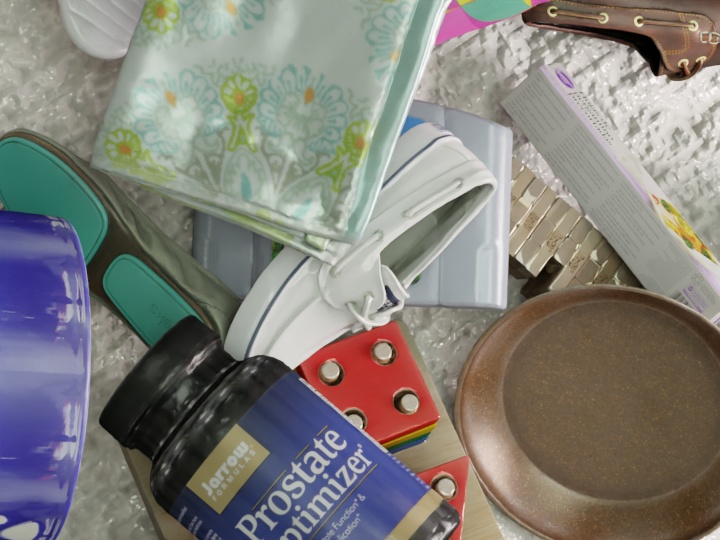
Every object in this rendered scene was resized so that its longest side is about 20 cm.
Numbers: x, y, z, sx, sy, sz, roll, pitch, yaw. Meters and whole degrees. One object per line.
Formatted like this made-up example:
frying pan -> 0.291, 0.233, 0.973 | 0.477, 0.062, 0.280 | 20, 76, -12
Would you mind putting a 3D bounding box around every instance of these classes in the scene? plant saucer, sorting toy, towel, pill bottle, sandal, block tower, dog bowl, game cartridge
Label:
plant saucer -> 0.161, 0.090, 1.739 | 0.200, 0.037, 0.200 | 5, 119, 10
sorting toy -> -0.020, 0.142, 1.677 | 0.200, 0.070, 0.199 | -19, 74, -17
towel -> -0.050, -0.122, 1.596 | 0.171, 0.048, 0.200 | 21, 92, 5
pill bottle -> -0.050, 0.121, 1.581 | 0.200, 0.112, 0.112 | 40, 76, 6
sandal -> -0.172, -0.222, 1.681 | 0.079, 0.059, 0.207 | 12, 68, -31
block tower -> 0.119, -0.014, 1.766 | 0.200, 0.058, 0.054 | 41, 77, -12
dog bowl -> -0.218, 0.064, 1.584 | 0.079, 0.200, 0.200 | 4, 86, -19
game cartridge -> -0.006, -0.044, 1.704 | 0.200, 0.040, 0.133 | 1, 83, 6

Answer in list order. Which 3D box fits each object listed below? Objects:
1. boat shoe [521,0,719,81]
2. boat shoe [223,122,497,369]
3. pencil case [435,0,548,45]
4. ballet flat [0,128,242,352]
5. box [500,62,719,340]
boat shoe -> 0.201, -0.160, 1.793 | 0.200, 0.070, 0.070 | 17, 75, -7
boat shoe -> 0.000, 0.000, 1.638 | 0.065, 0.074, 0.200 | 40, 90, 30
pencil case -> 0.023, -0.174, 1.655 | 0.200, 0.088, 0.088 | -22, 94, 19
ballet flat -> -0.148, -0.012, 1.681 | 0.200, 0.064, 0.067 | 45, 117, 11
box -> 0.169, -0.045, 1.753 | 0.041, 0.039, 0.200 | -43, 77, 25
